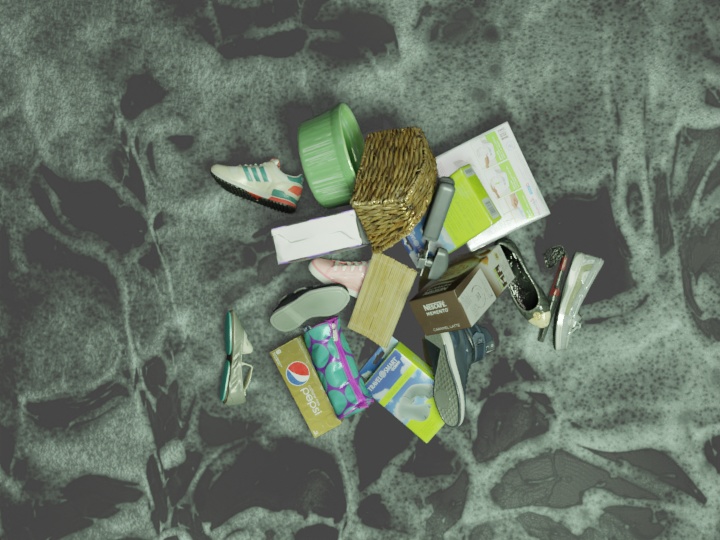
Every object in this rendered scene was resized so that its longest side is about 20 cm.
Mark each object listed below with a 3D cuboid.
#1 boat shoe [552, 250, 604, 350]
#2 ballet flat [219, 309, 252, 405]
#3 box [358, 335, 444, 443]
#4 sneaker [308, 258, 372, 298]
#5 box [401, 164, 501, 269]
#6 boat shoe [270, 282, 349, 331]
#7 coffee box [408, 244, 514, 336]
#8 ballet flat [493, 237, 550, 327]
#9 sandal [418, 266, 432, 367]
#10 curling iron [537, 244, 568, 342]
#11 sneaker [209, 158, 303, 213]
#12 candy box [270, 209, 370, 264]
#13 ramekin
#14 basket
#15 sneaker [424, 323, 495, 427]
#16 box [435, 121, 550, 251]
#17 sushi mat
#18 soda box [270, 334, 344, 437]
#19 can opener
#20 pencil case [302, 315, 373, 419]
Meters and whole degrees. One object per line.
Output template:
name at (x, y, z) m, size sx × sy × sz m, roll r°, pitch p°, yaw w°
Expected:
boat shoe at (0.431, 0.065, 1.710) m, size 0.064 × 0.074 × 0.204 m, roll 15°, pitch 87°, yaw 9°
ballet flat at (-0.257, 0.183, 1.796) m, size 0.063 × 0.067 × 0.203 m, roll 3°, pitch 94°, yaw -22°
box at (0.099, 0.241, 1.750) m, size 0.200 × 0.048 × 0.122 m, roll 39°, pitch 111°, yaw 2°
sneaker at (0.000, 0.000, 1.740) m, size 0.199 × 0.075 × 0.105 m, roll 27°, pitch 110°, yaw -3°
box at (0.161, -0.099, 1.644) m, size 0.199 × 0.048 × 0.123 m, roll -34°, pitch 85°, yaw 40°
boat shoe at (-0.101, 0.060, 1.731) m, size 0.199 × 0.061 × 0.076 m, roll -20°, pitch 124°, yaw 30°
coffee box at (0.198, 0.037, 1.649) m, size 0.114 × 0.200 × 0.080 m, roll -17°, pitch 106°, yaw 40°
ballet flat at (0.320, 0.028, 1.721) m, size 0.066 × 0.057 × 0.201 m, roll -30°, pitch 87°, yaw 24°
sandal at (0.167, 0.089, 1.751) m, size 0.069 × 0.077 × 0.214 m, roll -7°, pitch 101°, yaw -27°
curling iron at (0.385, 0.047, 1.738) m, size 0.049 × 0.025 × 0.202 m, roll 11°, pitch 99°, yaw 27°
sneaker at (-0.210, -0.193, 1.774) m, size 0.198 × 0.070 × 0.094 m, roll 21°, pitch 77°, yaw 6°
candy box at (-0.072, -0.066, 1.689) m, size 0.166 × 0.200 × 0.072 m, roll -13°, pitch 90°, yaw 7°
ramekin at (-0.049, -0.219, 1.687) m, size 0.097 × 0.200 × 0.202 m, roll -15°, pitch 91°, yaw 13°
basket at (0.080, -0.153, 1.621) m, size 0.141 × 0.150 × 0.201 m, roll -4°, pitch 49°, yaw 22°
sneaker at (0.210, 0.199, 1.697) m, size 0.077 × 0.145 × 0.205 m, roll -10°, pitch 87°, yaw 49°
box at (0.254, -0.164, 1.704) m, size 0.175 × 0.097 × 0.202 m, roll -26°, pitch 90°, yaw 7°
sushi mat at (0.041, 0.058, 1.693) m, size 0.095 × 0.012 × 0.201 m, roll 30°, pitch 124°, yaw 16°
soda box at (-0.108, 0.239, 1.774) m, size 0.067 × 0.064 × 0.201 m, roll -28°, pitch 90°, yaw 7°
can opener at (0.150, -0.075, 1.601) m, size 0.066 × 0.054 × 0.202 m, roll 15°, pitch 119°, yaw -4°
pencil case at (-0.045, 0.196, 1.735) m, size 0.084 × 0.092 × 0.202 m, roll -16°, pitch 76°, yaw -32°
